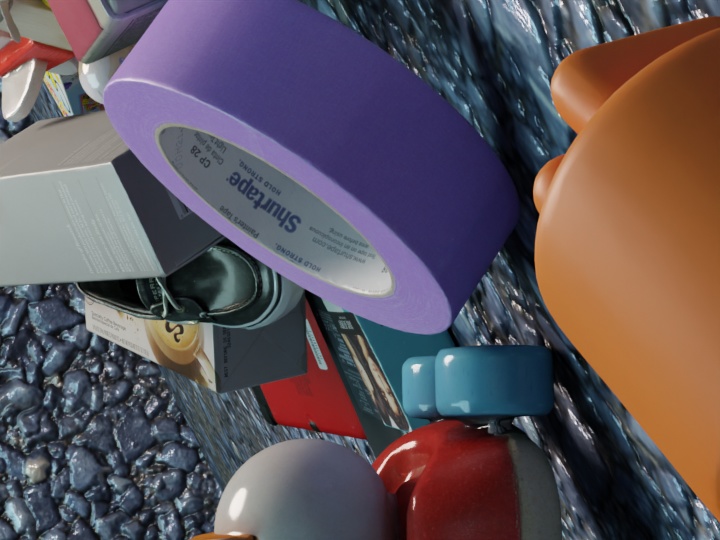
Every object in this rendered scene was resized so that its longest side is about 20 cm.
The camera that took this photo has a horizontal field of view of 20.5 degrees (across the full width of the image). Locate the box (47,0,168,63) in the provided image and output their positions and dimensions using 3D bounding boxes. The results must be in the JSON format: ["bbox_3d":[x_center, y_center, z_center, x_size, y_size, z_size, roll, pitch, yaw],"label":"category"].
[{"bbox_3d":[-0.109,-0.193,1.062,0.109,0.128,0.200,64,168,-5],"label":"box"}]

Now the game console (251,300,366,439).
[{"bbox_3d":[-0.052,0.016,1.587,0.172,0.119,0.200,6,130,39],"label":"game console"}]

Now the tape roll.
[{"bbox_3d":[-0.024,-0.053,0.956,0.200,0.066,0.200,31,165,9],"label":"tape roll"}]

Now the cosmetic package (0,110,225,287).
[{"bbox_3d":[-0.168,-0.049,1.275,0.200,0.107,0.090,-6,115,48],"label":"cosmetic package"}]

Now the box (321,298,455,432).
[{"bbox_3d":[0.000,0.000,1.229,0.200,0.049,0.082,64,169,-4],"label":"box"}]

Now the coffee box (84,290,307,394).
[{"bbox_3d":[-0.124,0.006,1.443,0.200,0.080,0.113,20,116,53],"label":"coffee box"}]

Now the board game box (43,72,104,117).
[{"bbox_3d":[-0.207,-0.202,1.545,0.103,0.105,0.200,56,167,31],"label":"board game box"}]

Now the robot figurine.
[{"bbox_3d":[0.123,0.010,0.525,0.117,0.144,0.200,22,-156,-46],"label":"robot figurine"}]

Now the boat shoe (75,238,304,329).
[{"bbox_3d":[-0.115,0.009,1.297,0.200,0.071,0.072,-6,96,51],"label":"boat shoe"}]

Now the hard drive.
[{"bbox_3d":[0.021,0.092,1.371,0.200,0.033,0.140,67,168,-9],"label":"hard drive"}]

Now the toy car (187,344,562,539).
[{"bbox_3d":[-0.006,0.134,1.038,0.177,0.200,0.185,154,116,-79],"label":"toy car"}]

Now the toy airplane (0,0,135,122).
[{"bbox_3d":[-0.178,-0.157,1.276,0.199,0.200,0.141,79,172,-58],"label":"toy airplane"}]
